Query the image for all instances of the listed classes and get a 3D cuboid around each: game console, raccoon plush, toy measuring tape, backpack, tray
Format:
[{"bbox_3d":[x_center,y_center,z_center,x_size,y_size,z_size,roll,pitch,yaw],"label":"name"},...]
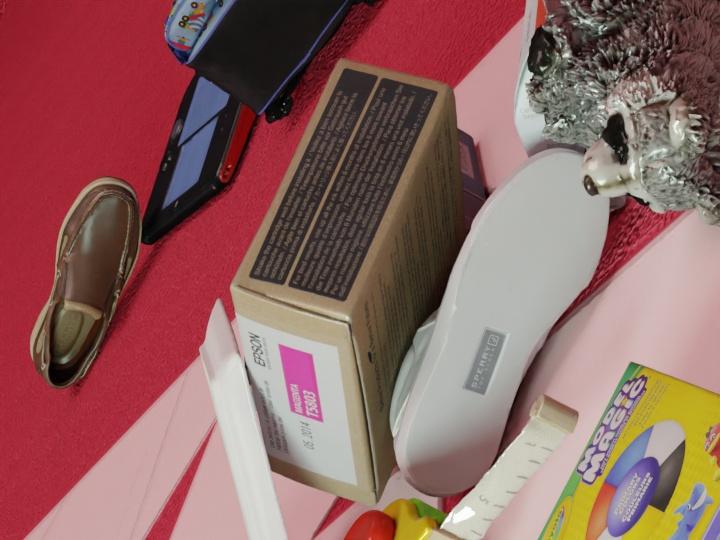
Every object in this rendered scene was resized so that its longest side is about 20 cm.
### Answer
[{"bbox_3d":[-0.134,-0.125,2.422,0.200,0.031,0.178,-33,32,60],"label":"game console"},{"bbox_3d":[0.172,-0.112,1.366,0.200,0.097,0.134,-53,38,-7],"label":"raccoon plush"},{"bbox_3d":[0.044,0.125,1.393,0.200,0.073,0.074,-54,18,25],"label":"toy measuring tape"},{"bbox_3d":[-0.066,-0.253,2.239,0.183,0.134,0.200,-50,17,33],"label":"backpack"},{"bbox_3d":[-0.060,0.124,1.560,0.107,0.022,0.201,-121,17,-71],"label":"tray"}]

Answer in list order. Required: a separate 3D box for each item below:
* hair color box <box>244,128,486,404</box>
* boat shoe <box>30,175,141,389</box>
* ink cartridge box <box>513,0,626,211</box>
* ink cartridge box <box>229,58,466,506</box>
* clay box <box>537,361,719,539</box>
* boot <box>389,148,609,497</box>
[{"bbox_3d":[0.000,0.000,1.747,0.200,0.060,0.099,-56,17,21],"label":"hair color box"},{"bbox_3d":[-0.242,0.017,2.445,0.075,0.074,0.203,-105,30,-60],"label":"boat shoe"},{"bbox_3d":[0.100,-0.154,1.479,0.057,0.201,0.163,-14,37,21],"label":"ink cartridge box"},{"bbox_3d":[-0.001,0.008,1.531,0.200,0.075,0.165,83,-153,-56],"label":"ink cartridge box"},{"bbox_3d":[0.132,0.108,1.183,0.115,0.047,0.200,-62,17,-2],"label":"clay box"},{"bbox_3d":[0.066,0.019,1.480,0.201,0.073,0.096,-63,14,8],"label":"boot"}]
